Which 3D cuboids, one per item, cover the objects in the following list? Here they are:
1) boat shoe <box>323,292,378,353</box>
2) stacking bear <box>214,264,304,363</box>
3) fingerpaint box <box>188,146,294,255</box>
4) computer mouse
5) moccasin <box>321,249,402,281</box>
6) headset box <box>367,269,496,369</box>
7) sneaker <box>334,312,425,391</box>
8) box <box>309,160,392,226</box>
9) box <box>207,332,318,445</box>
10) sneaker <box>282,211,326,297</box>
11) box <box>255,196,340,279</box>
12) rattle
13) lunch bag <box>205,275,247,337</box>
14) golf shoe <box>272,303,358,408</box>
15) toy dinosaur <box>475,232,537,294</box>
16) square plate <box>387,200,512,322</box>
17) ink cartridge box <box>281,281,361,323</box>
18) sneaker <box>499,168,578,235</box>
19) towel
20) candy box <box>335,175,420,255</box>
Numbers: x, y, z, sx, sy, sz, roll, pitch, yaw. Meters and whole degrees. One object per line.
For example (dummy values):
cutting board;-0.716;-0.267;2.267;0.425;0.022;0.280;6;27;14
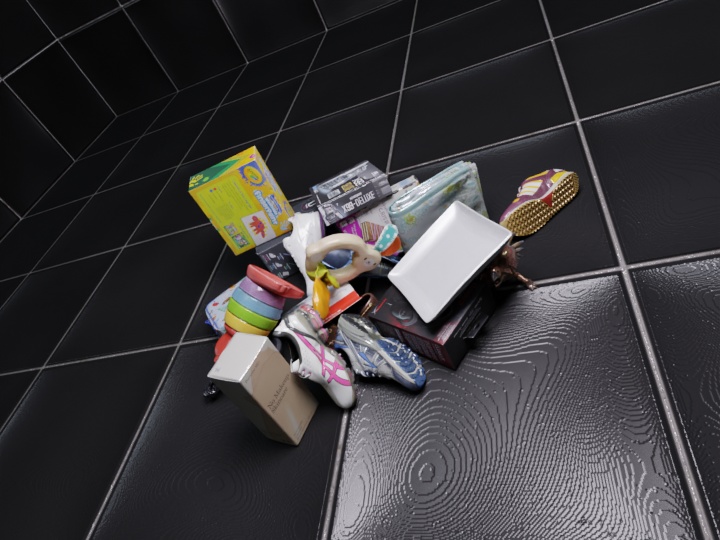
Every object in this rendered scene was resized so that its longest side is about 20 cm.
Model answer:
boat shoe;-0.046;0.117;1.012;0.200;0.070;0.070;-37;43;-6
stacking bear;-0.218;0.101;1.005;0.113;0.121;0.201;28;89;18
fingerpaint box;-0.266;-0.157;1.171;0.166;0.201;0.074;-24;40;7
computer mouse;-0.230;0.197;1.061;0.199;0.053;0.139;-20;36;28
moccasin;0.009;-0.024;1.066;0.198;0.068;0.081;6;89;7
headset box;0.137;0.079;0.932;0.199;0.077;0.149;17;57;45
sneaker;0.031;0.161;0.921;0.200;0.077;0.086;35;112;31
box;-0.027;-0.178;1.137;0.157;0.050;0.200;-27;23;0
box;-0.162;0.207;0.880;0.077;0.201;0.095;2;48;33
sneaker;-0.126;-0.032;1.162;0.099;0.075;0.202;-3;82;1
box;-0.154;-0.083;1.269;0.199;0.106;0.123;-27;40;2
rattle;0.000;0.000;0.959;0.198;0.131;0.143;-6;33;-12
lunch bag;-0.269;0.089;1.148;0.160;0.076;0.200;-39;24;-13
golf shoe;-0.079;0.164;0.888;0.092;0.201;0.072;-34;9;-27
toy dinosaur;0.246;-0.032;0.936;0.085;0.136;0.200;-27;38;3
square plate;0.152;-0.019;0.898;0.198;0.028;0.200;-48;28;6
ink cartridge box;-0.084;0.075;1.025;0.160;0.047;0.200;-34;5;-6
sneaker;0.351;-0.141;1.049;0.199;0.075;0.090;-32;30;-13
towel;0.165;-0.111;1.046;0.199;0.172;0.048;-30;40;-2
candy box;0.059;-0.102;1.124;0.199;0.137;0.061;-26;21;5
